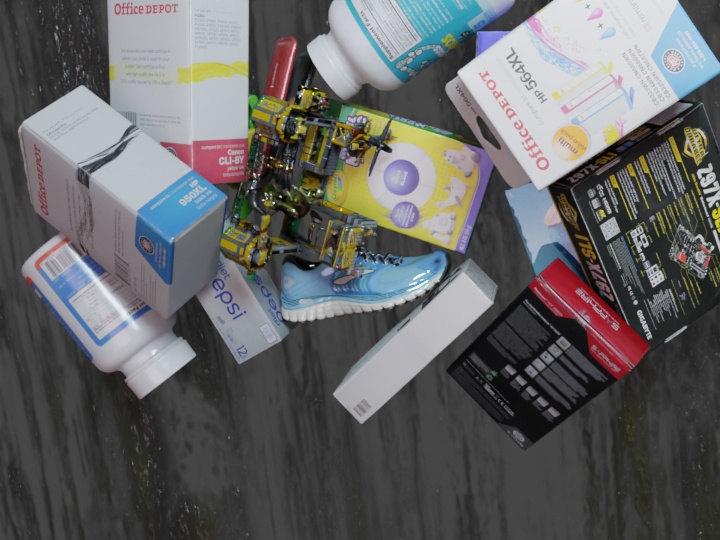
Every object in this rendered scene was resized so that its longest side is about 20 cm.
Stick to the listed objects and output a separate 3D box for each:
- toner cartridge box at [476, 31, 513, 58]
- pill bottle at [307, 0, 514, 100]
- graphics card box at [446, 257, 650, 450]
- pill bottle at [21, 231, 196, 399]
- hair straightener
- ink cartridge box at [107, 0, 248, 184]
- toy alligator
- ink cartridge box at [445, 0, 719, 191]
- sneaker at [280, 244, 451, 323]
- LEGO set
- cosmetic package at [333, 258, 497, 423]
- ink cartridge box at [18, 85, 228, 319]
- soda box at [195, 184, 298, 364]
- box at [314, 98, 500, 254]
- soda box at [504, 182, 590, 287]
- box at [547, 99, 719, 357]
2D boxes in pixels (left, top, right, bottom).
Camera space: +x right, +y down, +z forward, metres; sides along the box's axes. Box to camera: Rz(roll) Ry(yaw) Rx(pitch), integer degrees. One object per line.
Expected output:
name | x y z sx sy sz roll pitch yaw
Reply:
toner cartridge box | 0.217 -0.213 0.896 0.200 0.095 0.043 3 103 12
pill bottle | 0.046 -0.256 0.914 0.200 0.111 0.111 -33 94 17
graphics card box | 0.185 0.091 0.932 0.125 0.051 0.200 45 139 9
pill bottle | -0.283 0.046 1.047 0.112 0.112 0.200 -37 93 16
hair straightener | -0.074 -0.143 0.976 0.041 0.077 0.200 5 82 43
ink cartridge box | -0.192 -0.197 0.961 0.145 0.083 0.200 13 107 41
toy alligator | -0.116 -0.150 1.003 0.054 0.059 0.200 -6 103 -30
ink cartridge box | 0.185 -0.168 0.798 0.200 0.125 0.129 -35 95 17
sneaker | 0.000 0.000 0.997 0.200 0.078 0.090 -10 95 13
LEGO set | -0.041 -0.074 0.901 0.116 0.154 0.200 24 98 30
cosmetic package | 0.060 0.076 0.997 0.051 0.083 0.200 46 106 2
ink cartridge box | -0.240 -0.068 0.924 0.200 0.084 0.145 37 146 12
soda box | -0.154 0.000 1.032 0.063 0.068 0.200 -30 94 18
box | 0.038 -0.105 0.982 0.200 0.048 0.117 19 105 9
soda box | 0.217 -0.007 0.956 0.068 0.064 0.200 -20 98 15
box | 0.289 -0.039 0.885 0.160 0.049 0.200 -34 111 -11
